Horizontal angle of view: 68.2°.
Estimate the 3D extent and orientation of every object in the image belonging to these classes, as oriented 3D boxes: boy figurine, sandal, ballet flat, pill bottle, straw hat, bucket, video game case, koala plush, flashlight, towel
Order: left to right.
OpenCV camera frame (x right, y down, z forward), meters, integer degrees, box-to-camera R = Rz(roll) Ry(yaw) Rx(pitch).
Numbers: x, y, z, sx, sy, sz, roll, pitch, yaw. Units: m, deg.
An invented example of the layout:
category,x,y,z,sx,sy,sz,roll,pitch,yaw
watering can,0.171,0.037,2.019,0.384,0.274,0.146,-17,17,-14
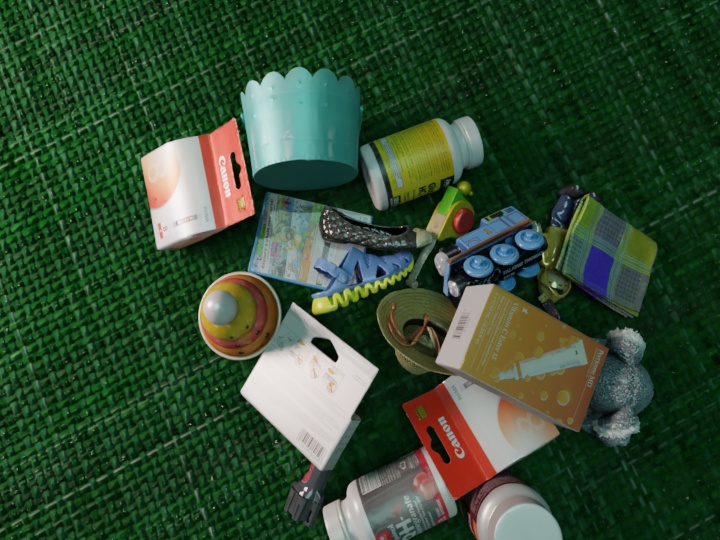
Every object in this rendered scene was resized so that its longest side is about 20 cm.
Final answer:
category,x,y,z,sx,sy,sz,roll,pitch,yaw
bucket,-0.092,-0.219,0.866,0.200,0.207,0.139,-3,84,-1
video game case,-0.087,-0.046,0.932,0.194,0.018,0.147,13,83,1
flashlight,-0.068,0.299,0.870,0.066,0.068,0.205,23,87,-2
sandal,0.000,0.000,0.880,0.196,0.079,0.089,-21,91,-21
ballet flat,0.024,-0.068,0.887,0.194,0.067,0.059,8,107,6
pill bottle,0.044,0.369,0.835,0.196,0.111,0.113,-25,84,-3
pill bottle,0.103,-0.187,0.904,0.195,0.113,0.115,-20,83,-3
straw hat,0.105,0.124,0.876,0.197,0.202,0.086,25,125,2
pill bottle,0.218,0.368,0.792,0.110,0.200,0.118,0,82,0
boy figurine,0.344,-0.043,0.914,0.122,0.064,0.205,24,81,-4
koala plush,0.371,0.176,0.818,0.178,0.200,0.183,14,83,2
towel,0.422,-0.022,0.898,0.197,0.023,0.147,27,82,-22

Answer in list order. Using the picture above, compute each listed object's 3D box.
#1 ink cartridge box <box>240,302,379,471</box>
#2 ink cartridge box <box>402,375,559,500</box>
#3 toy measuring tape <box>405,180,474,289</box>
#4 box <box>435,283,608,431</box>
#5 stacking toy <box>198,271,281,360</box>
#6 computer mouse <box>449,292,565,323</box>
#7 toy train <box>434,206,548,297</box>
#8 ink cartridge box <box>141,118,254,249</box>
category,x,y,z,sx,sy,sz,roll,pitch,yaw
ink cartridge box,-0.078,0.178,0.843,0.198,0.043,0.176,33,91,29
ink cartridge box,0.187,0.230,0.831,0.196,0.051,0.164,-18,61,-25
toy measuring tape,0.146,-0.056,0.918,0.072,0.074,0.204,25,95,3
box,0.227,0.122,0.758,0.196,0.097,0.127,27,81,-8
stacking toy,-0.205,0.066,0.825,0.141,0.200,0.151,0,83,0
computer mouse,0.245,0.059,0.873,0.138,0.047,0.201,-29,57,-12
toy train,0.210,-0.023,0.866,0.196,0.088,0.114,-25,44,-18
ink cartridge box,-0.272,-0.138,0.873,0.196,0.050,0.167,-18,82,33
